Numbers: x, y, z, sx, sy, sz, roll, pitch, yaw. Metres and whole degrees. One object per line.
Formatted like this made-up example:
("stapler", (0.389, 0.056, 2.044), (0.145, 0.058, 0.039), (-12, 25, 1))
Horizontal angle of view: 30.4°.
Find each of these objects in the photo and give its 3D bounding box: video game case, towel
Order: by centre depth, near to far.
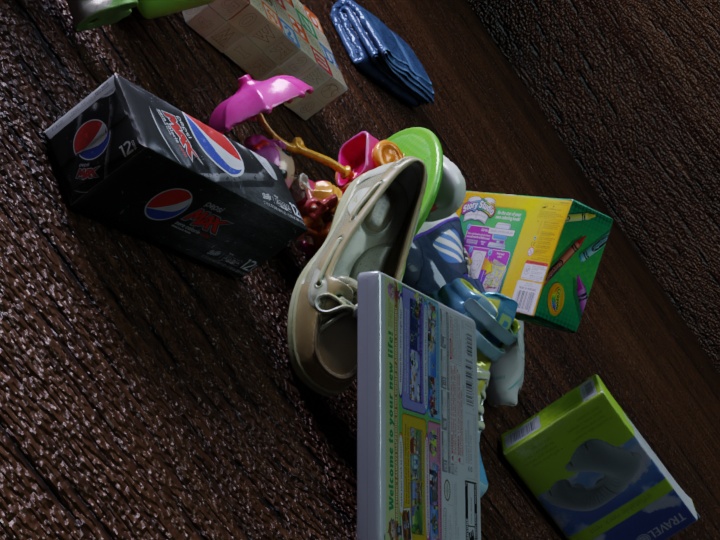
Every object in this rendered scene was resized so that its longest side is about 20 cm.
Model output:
("video game case", (0.046, 0.117, 0.999), (0.182, 0.022, 0.201), (27, 60, -59))
("towel", (0.034, -0.297, 1.810), (0.200, 0.048, 0.112), (22, 37, -61))

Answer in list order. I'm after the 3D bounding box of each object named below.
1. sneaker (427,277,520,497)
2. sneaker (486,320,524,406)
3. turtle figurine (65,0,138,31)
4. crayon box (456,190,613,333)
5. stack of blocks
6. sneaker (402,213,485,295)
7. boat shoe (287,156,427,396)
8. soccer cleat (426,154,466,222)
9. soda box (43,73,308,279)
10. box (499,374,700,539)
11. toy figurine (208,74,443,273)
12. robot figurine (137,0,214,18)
("sneaker", (0.092, 0.091, 1.122), (0.079, 0.130, 0.201), (33, 29, -54))
("sneaker", (0.139, 0.090, 1.391), (0.200, 0.070, 0.081), (-49, 129, -77))
("turtle figurine", (-0.202, -0.294, 0.995), (0.195, 0.144, 0.200), (62, 21, 5))
("crayon box", (0.158, -0.013, 1.345), (0.058, 0.119, 0.200), (21, -4, -28))
("stack of blocks", (-0.104, -0.250, 1.325), (0.200, 0.058, 0.116), (35, 27, -50))
("sneaker", (0.085, 0.019, 1.311), (0.147, 0.080, 0.200), (55, 19, 5))
("boat shoe", (0.002, 0.001, 1.019), (0.073, 0.063, 0.201), (34, 58, -18))
("soccer cleat", (0.050, -0.081, 1.255), (0.077, 0.200, 0.070), (-3, 93, -30))
("soda box", (-0.121, -0.059, 0.912), (0.200, 0.071, 0.064), (26, 33, -59))
("box", (0.244, 0.217, 1.328), (0.200, 0.122, 0.048), (52, 14, -15))
("toy figurine", (-0.049, -0.077, 1.117), (0.184, 0.150, 0.201), (30, 53, -29))
("robot figurine", (-0.177, -0.303, 1.120), (0.176, 0.115, 0.201), (79, -9, -52))
